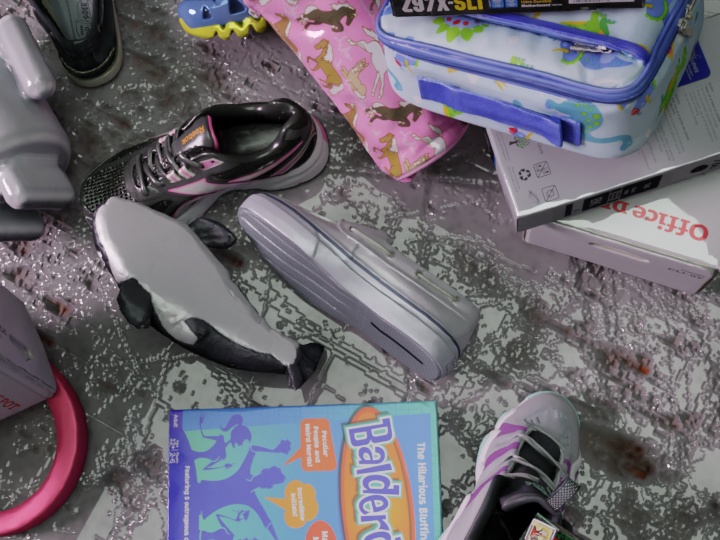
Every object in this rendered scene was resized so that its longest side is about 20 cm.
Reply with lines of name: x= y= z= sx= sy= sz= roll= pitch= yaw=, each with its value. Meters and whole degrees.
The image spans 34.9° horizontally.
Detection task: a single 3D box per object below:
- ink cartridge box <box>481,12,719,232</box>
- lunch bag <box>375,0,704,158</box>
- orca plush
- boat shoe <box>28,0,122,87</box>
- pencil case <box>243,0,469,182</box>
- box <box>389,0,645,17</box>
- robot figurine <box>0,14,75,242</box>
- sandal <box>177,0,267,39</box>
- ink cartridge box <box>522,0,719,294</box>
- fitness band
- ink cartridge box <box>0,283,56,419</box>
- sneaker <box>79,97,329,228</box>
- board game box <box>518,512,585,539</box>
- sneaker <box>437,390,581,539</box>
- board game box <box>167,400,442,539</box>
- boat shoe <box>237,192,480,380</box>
ink cartridge box: x=0.187 y=-0.105 z=0.792 sx=0.197 sy=0.039 sz=0.101 roll=-17 pitch=73 yaw=4
lunch bag: x=0.119 y=-0.164 z=0.758 sx=0.198 sy=0.083 sz=0.162 roll=20 pitch=64 yaw=25
orca plush: x=-0.120 y=0.025 z=0.866 sx=0.198 sy=0.071 sz=0.106 roll=25 pitch=59 yaw=-6
boat shoe: x=-0.245 y=-0.252 z=0.934 sx=0.073 sy=0.066 sz=0.202 roll=-13 pitch=76 yaw=2
pencil case: x=0.001 y=-0.160 z=0.846 sx=0.200 sy=0.086 sz=0.083 roll=49 pitch=60 yaw=-14
box: x=0.105 y=-0.250 z=0.741 sx=0.157 sy=0.050 sz=0.202 roll=0 pitch=55 yaw=16
robot figurine: x=-0.300 y=-0.117 z=0.882 sx=0.169 sy=0.113 sz=0.201 roll=-38 pitch=76 yaw=20
sandal: x=-0.056 y=-0.244 z=0.900 sx=0.198 sy=0.079 sz=0.088 roll=-27 pitch=111 yaw=-10
ink cartridge box: x=0.215 y=-0.102 z=0.851 sx=0.143 sy=0.083 sz=0.202 roll=17 pitch=78 yaw=10
fitness band: x=-0.300 y=0.112 z=0.870 sx=0.199 sy=0.037 sz=0.144 roll=37 pitch=79 yaw=11
ink cartridge box: x=-0.330 y=0.076 z=0.786 sx=0.198 sy=0.146 sz=0.086 roll=-23 pitch=72 yaw=-4
sneaker: x=-0.126 y=-0.091 z=0.875 sx=0.198 sy=0.086 sz=0.081 roll=-22 pitch=74 yaw=0
board game box: x=0.140 y=0.229 z=0.727 sx=0.023 sy=0.199 sz=0.106 roll=29 pitch=87 yaw=48
sneaker: x=0.114 y=0.148 z=0.751 sx=0.077 sy=0.140 sz=0.201 roll=30 pitch=60 yaw=1
board game box: x=-0.039 y=0.175 z=0.826 sx=0.197 sy=0.045 sz=0.154 roll=-3 pitch=76 yaw=3
boat shoe: x=0.000 y=0.000 z=0.861 sx=0.199 sy=0.074 sz=0.067 roll=39 pitch=64 yaw=6
